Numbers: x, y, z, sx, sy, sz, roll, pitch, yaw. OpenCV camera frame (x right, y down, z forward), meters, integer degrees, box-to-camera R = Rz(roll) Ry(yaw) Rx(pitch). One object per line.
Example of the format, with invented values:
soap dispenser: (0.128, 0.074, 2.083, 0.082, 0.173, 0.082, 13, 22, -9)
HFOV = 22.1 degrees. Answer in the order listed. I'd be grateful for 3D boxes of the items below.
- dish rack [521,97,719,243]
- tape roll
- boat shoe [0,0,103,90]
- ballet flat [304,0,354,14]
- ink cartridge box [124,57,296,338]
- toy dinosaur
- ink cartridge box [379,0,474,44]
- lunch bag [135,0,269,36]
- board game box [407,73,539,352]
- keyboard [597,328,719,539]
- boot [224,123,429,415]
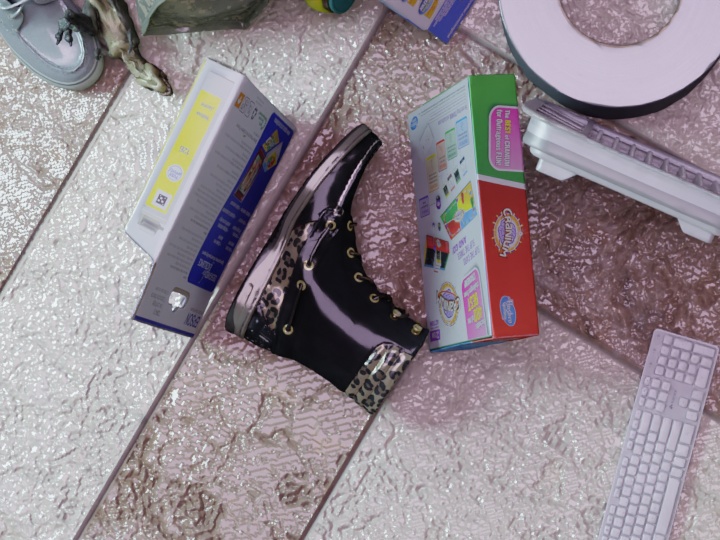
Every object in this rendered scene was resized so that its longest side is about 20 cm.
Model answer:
dish rack: (0.215, -0.076, 1.447, 0.198, 0.172, 0.044, 23, 101, 6)
tape roll: (0.211, -0.228, 1.508, 0.198, 0.066, 0.203, 0, 86, 6)
boat shoe: (-0.295, -0.237, 1.559, 0.070, 0.072, 0.201, -39, 84, 1)
ballet flat: (0.008, -0.306, 1.522, 0.067, 0.067, 0.201, 36, 92, 30)
ink cartridge box: (-0.128, -0.052, 1.464, 0.047, 0.198, 0.201, 28, 88, 10)
toy dinosaur: (-0.224, -0.229, 1.548, 0.047, 0.088, 0.202, -27, 81, 28)
ink cartridge box: (0.035, -0.276, 1.485, 0.042, 0.199, 0.120, 35, 95, 45)
lunch bag: (-0.122, -0.294, 1.473, 0.116, 0.200, 0.166, -7, 84, -16)
board game box: (0.087, -0.041, 1.463, 0.040, 0.153, 0.203, -4, 85, -17)
keyboard: (0.240, 0.152, 1.503, 0.056, 0.011, 0.202, 15, 88, 7)
boot: (0.000, 0.001, 1.512, 0.153, 0.073, 0.205, 33, 94, 5)
